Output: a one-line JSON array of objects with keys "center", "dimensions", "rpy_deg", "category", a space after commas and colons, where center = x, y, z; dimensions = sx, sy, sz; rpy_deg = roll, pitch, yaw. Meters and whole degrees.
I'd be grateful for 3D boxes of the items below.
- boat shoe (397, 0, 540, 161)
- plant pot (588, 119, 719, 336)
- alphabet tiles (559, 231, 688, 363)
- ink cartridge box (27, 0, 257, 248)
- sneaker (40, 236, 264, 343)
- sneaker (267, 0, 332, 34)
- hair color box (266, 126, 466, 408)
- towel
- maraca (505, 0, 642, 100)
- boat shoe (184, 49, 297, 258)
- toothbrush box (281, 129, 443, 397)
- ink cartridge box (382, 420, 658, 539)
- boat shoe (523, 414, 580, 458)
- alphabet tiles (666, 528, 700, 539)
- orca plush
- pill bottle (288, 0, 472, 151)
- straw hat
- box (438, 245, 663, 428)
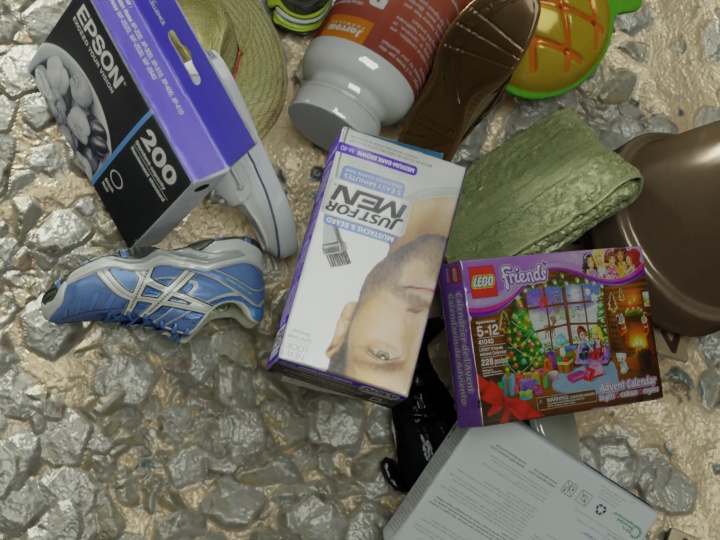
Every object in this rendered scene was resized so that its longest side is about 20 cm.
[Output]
[{"center": [0.102, -0.177, 1.347], "dimensions": [0.072, 0.072, 0.200], "rpy_deg": [31, 107, 7], "category": "boat shoe"}, {"center": [0.336, -0.059, 1.331], "dimensions": [0.200, 0.175, 0.200], "rpy_deg": [16, 59, -30], "category": "plant pot"}, {"center": [0.212, 0.021, 1.351], "dimensions": [0.200, 0.008, 0.167], "rpy_deg": [16, 47, -18], "category": "alphabet tiles"}, {"center": [-0.191, -0.142, 1.242], "dimensions": [0.043, 0.200, 0.198], "rpy_deg": [-25, 82, -40], "category": "ink cartridge box"}, {"center": [-0.175, 0.023, 1.267], "dimensions": [0.200, 0.076, 0.077], "rpy_deg": [-10, 74, -15], "category": "sneaker"}, {"center": [-0.027, -0.324, 1.389], "dimensions": [0.074, 0.081, 0.200], "rpy_deg": [19, 70, -9], "category": "sneaker"}, {"center": [0.006, -0.002, 1.172], "dimensions": [0.109, 0.065, 0.200], "rpy_deg": [17, 75, -8], "category": "hair color box"}, {"center": [0.143, -0.059, 1.326], "dimensions": [0.200, 0.036, 0.148], "rpy_deg": [-35, 43, 0], "category": "towel"}, {"center": [0.188, -0.251, 1.408], "dimensions": [0.137, 0.107, 0.200], "rpy_deg": [47, 73, -8], "category": "maraca"}, {"center": [-0.118, -0.093, 1.291], "dimensions": [0.065, 0.074, 0.200], "rpy_deg": [-28, 108, -13], "category": "boat shoe"}, {"center": [0.000, 0.000, 1.279], "dimensions": [0.085, 0.146, 0.200], "rpy_deg": [13, 74, -9], "category": "toothbrush box"}, {"center": [0.126, 0.240, 1.271], "dimensions": [0.196, 0.043, 0.200], "rpy_deg": [34, 93, -16], "category": "ink cartridge box"}, {"center": [0.142, 0.106, 1.332], "dimensions": [0.074, 0.060, 0.200], "rpy_deg": [-14, 83, -57], "category": "boat shoe"}, {"center": [0.361, 0.322, 1.349], "dimensions": [0.200, 0.008, 0.167], "rpy_deg": [24, 72, -7], "category": "alphabet tiles"}, {"center": [0.076, 0.137, 1.301], "dimensions": [0.105, 0.071, 0.200], "rpy_deg": [4, 75, -13], "category": "orca plush"}, {"center": [0.016, -0.208, 1.354], "dimensions": [0.112, 0.112, 0.200], "rpy_deg": [31, 70, -4], "category": "pill bottle"}, {"center": [-0.152, -0.204, 1.326], "dimensions": [0.201, 0.085, 0.201], "rpy_deg": [4, 75, -13], "category": "straw hat"}, {"center": [0.164, 0.054, 1.242], "dimensions": [0.200, 0.039, 0.137], "rpy_deg": [-5, 85, -32], "category": "box"}]
